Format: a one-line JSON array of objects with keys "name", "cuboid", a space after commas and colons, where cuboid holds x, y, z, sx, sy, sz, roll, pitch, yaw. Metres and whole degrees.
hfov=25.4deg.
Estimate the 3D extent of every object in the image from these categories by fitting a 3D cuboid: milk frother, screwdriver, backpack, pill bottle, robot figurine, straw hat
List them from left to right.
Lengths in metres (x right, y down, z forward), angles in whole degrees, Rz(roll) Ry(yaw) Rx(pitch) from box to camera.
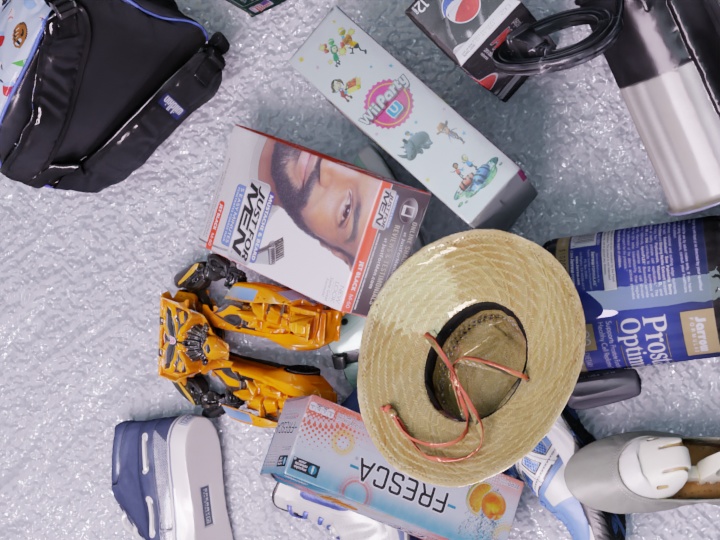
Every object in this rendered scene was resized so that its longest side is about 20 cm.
[{"name": "backpack", "cuboid": [-0.249, -0.168, 1.375, 0.154, 0.199, 0.191, 43, 109, 43]}, {"name": "robot figurine", "cuboid": [-0.101, 0.064, 1.356, 0.199, 0.058, 0.146, 10, 102, 38]}, {"name": "straw hat", "cuboid": [0.096, 0.076, 1.240, 0.200, 0.085, 0.202, -10, 67, 25]}, {"name": "screwdriver", "cuboid": [0.125, 0.109, 1.272, 0.199, 0.028, 0.029, -15, 46, 6]}, {"name": "milk frother", "cuboid": [0.219, -0.130, 1.217, 0.199, 0.181, 0.189, -25, 96, 2]}, {"name": "pill bottle", "cuboid": [0.247, 0.017, 1.267, 0.199, 0.112, 0.113, -8, 86, 15]}]

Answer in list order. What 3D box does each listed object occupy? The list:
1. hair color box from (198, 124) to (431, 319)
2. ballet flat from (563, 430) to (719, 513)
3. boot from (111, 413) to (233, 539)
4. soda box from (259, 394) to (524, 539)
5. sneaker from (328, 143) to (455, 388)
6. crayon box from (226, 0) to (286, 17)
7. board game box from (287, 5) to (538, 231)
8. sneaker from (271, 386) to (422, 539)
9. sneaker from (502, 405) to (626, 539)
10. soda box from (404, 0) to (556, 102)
[{"name": "hair color box", "cuboid": [-0.042, -0.042, 1.325, 0.200, 0.064, 0.112, 23, 97, 45]}, {"name": "ballet flat", "cuboid": [0.260, 0.152, 1.249, 0.199, 0.064, 0.068, 2, 64, -10]}, {"name": "boot", "cuboid": [-0.167, 0.227, 1.405, 0.090, 0.073, 0.201, -5, 86, 31]}, {"name": "soda box", "cuboid": [0.026, 0.166, 1.268, 0.199, 0.064, 0.069, 24, 74, -17]}, {"name": "sneaker", "cuboid": [0.000, 0.000, 1.351, 0.118, 0.074, 0.201, -19, 86, 7]}, {"name": "crayon box", "cuboid": [-0.127, -0.328, 1.372, 0.051, 0.127, 0.201, -24, 83, 13]}, {"name": "board game box", "cuboid": [0.046, -0.114, 1.306, 0.200, 0.148, 0.064, 41, 93, 12]}, {"name": "sneaker", "cuboid": [-0.007, 0.202, 1.356, 0.115, 0.080, 0.201, -17, 87, 25]}, {"name": "sneaker", "cuboid": [0.154, 0.156, 1.315, 0.077, 0.076, 0.201, -31, 71, 19]}, {"name": "soda box", "cuboid": [0.099, -0.190, 1.268, 0.063, 0.200, 0.071, 45, 99, 12]}]
